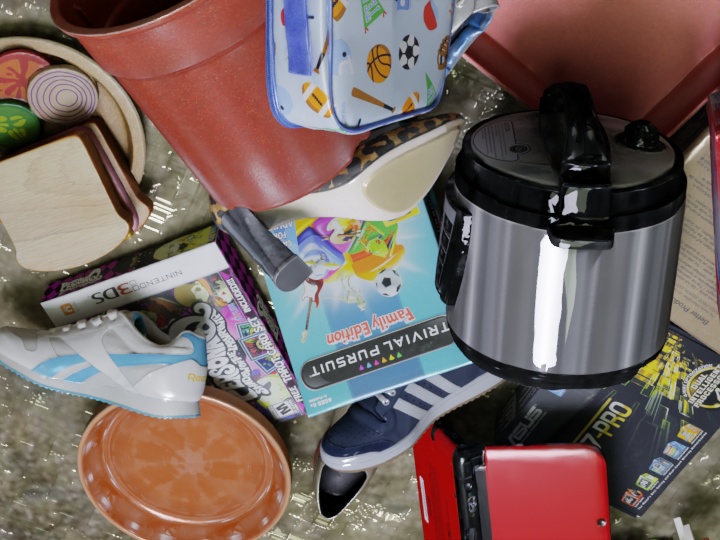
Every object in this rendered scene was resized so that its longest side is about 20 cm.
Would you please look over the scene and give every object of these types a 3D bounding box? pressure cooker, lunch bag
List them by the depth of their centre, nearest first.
[{"bbox_3d":[-0.004,-0.197,1.022,0.075,0.160,0.202,11,110,37],"label":"lunch bag"},{"bbox_3d":[0.151,-0.036,1.116,0.175,0.178,0.202,29,127,41],"label":"pressure cooker"}]

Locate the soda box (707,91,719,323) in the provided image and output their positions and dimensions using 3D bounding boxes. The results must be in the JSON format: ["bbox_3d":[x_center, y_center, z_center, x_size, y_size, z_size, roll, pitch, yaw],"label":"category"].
[{"bbox_3d":[0.299,-0.035,1.142,0.063,0.070,0.201,-5,122,10],"label":"soda box"}]

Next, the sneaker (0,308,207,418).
[{"bbox_3d":[-0.224,0.070,1.308,0.198,0.076,0.082,12,91,13],"label":"sneaker"}]

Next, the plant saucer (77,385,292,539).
[{"bbox_3d":[-0.161,0.180,1.395,0.198,0.032,0.202,3,126,4],"label":"plant saucer"}]

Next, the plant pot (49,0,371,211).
[{"bbox_3d":[-0.092,-0.163,1.119,0.199,0.202,0.196,-19,128,17],"label":"plant pot"}]

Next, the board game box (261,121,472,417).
[{"bbox_3d":[0.000,0.000,1.233,0.150,0.047,0.202,-20,85,17],"label":"board game box"}]

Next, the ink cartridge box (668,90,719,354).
[{"bbox_3d":[0.307,-0.027,1.232,0.199,0.075,0.165,33,121,-15],"label":"ink cartridge box"}]

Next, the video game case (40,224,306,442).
[{"bbox_3d":[-0.161,0.070,1.361,0.180,0.036,0.201,-18,120,18],"label":"video game case"}]

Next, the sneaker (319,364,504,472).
[{"bbox_3d":[0.040,0.081,1.286,0.199,0.070,0.109,-31,128,-22],"label":"sneaker"}]

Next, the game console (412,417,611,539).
[{"bbox_3d":[0.135,0.221,1.376,0.118,0.172,0.202,-15,116,-17],"label":"game console"}]

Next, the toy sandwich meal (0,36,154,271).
[{"bbox_3d":[-0.268,-0.092,1.243,0.203,0.070,0.207,2,123,4],"label":"toy sandwich meal"}]

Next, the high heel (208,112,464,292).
[{"bbox_3d":[-0.025,-0.086,1.192,0.200,0.143,0.072,-38,137,-6],"label":"high heel"}]

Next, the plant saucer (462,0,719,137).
[{"bbox_3d":[0.196,-0.197,1.154,0.199,0.037,0.200,35,119,-17],"label":"plant saucer"}]

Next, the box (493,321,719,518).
[{"bbox_3d":[0.236,0.113,1.346,0.160,0.049,0.201,28,122,-10],"label":"box"}]

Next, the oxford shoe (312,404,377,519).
[{"bbox_3d":[0.006,0.142,1.370,0.070,0.075,0.201,15,123,-4],"label":"oxford shoe"}]

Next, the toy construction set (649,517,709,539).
[{"bbox_3d":[0.243,0.279,1.437,0.198,0.092,0.132,-10,122,25],"label":"toy construction set"}]

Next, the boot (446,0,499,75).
[{"bbox_3d":[0.077,-0.229,1.099,0.096,0.073,0.201,52,132,23],"label":"boot"}]
